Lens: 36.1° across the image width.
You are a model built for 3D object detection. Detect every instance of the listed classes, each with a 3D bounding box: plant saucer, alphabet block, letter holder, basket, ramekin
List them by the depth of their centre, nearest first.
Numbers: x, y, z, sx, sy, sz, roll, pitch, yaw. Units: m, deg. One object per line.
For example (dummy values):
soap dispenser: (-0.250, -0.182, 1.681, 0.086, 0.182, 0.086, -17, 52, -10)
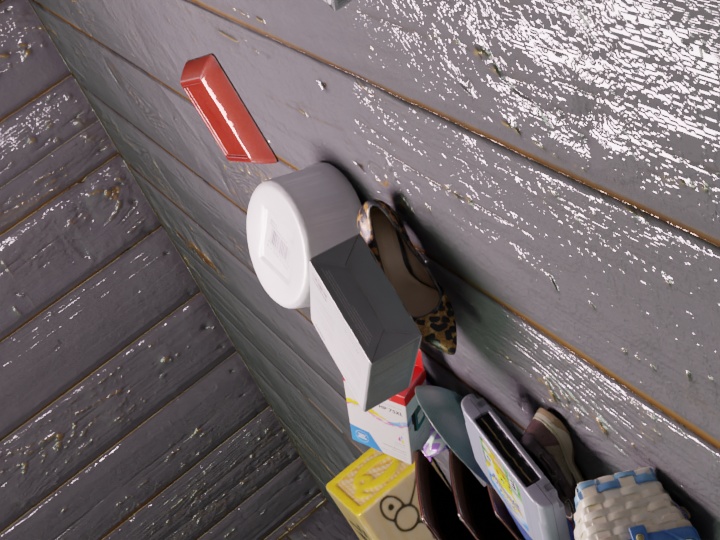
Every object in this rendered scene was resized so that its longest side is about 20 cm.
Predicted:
basket: (0.303, 0.327, 1.189, 0.177, 0.137, 0.203, 75, -175, -56)
ramekin: (-0.080, -0.044, 1.552, 0.200, 0.097, 0.204, 29, 126, 51)
plant saucer: (0.160, 0.232, 1.604, 0.201, 0.039, 0.201, 46, -171, -9)
letter holder: (0.157, 0.332, 1.629, 0.143, 0.100, 0.200, 52, -167, -16)
plant saucer: (-0.229, -0.257, 1.837, 0.201, 0.037, 0.200, 59, 165, -17)
alphabet block: (0.078, 0.479, 2.230, 0.202, 0.194, 0.196, 59, 163, -18)

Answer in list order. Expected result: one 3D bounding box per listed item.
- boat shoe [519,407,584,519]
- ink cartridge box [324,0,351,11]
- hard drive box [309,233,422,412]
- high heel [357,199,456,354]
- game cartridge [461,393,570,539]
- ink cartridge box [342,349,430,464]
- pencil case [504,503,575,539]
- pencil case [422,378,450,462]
boat shoe: (0.244, 0.259, 1.421, 0.072, 0.064, 0.202, 41, 160, 44)
ink cartridge box: (-0.076, -0.355, 1.095, 0.200, 0.039, 0.100, 49, 166, 25)
hard drive box: (0.002, 0.071, 1.414, 0.157, 0.076, 0.201, 59, 166, 19)
high heel: (0.058, 0.007, 1.389, 0.201, 0.071, 0.143, 58, 176, 27)
game cartridge: (0.195, 0.262, 1.394, 0.200, 0.040, 0.134, 52, 170, 45)
ink cartridge box: (0.040, 0.192, 1.693, 0.115, 0.067, 0.202, 19, 138, 27)
pencil case: (0.254, 0.331, 1.537, 0.202, 0.086, 0.078, 60, -152, -21)
pencil case: (0.085, 0.214, 1.801, 0.201, 0.085, 0.084, 53, 177, 8)
